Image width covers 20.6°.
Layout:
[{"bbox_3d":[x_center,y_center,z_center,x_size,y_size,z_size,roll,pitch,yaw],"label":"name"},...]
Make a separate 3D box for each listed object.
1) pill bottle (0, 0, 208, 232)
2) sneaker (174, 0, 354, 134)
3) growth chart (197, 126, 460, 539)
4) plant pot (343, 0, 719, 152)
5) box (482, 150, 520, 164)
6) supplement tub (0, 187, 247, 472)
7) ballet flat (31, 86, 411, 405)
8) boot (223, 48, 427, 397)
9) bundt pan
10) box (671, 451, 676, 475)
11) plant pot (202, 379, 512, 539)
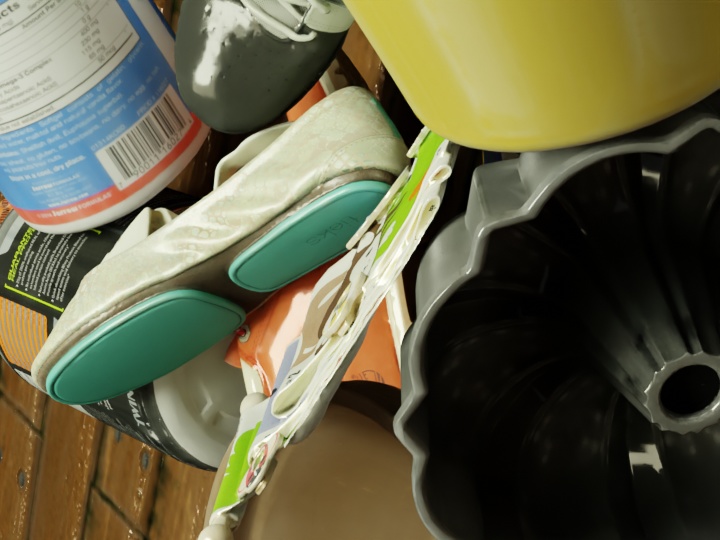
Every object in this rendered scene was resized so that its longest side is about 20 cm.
[{"bbox_3d":[-0.162,-0.125,0.915,0.112,0.112,0.201,14,143,50],"label":"pill bottle"},{"bbox_3d":[-0.016,-0.142,0.786,0.074,0.089,0.201,32,100,-4],"label":"sneaker"},{"bbox_3d":[0.000,0.000,0.729,0.201,0.018,0.145,-59,7,14],"label":"growth chart"},{"bbox_3d":[0.046,-0.148,0.601,0.200,0.200,0.190,20,140,48],"label":"plant pot"},{"bbox_3d":[0.090,-0.072,0.772,0.064,0.070,0.202,3,97,56],"label":"box"},{"bbox_3d":[-0.109,0.018,0.998,0.199,0.122,0.124,19,110,49],"label":"supplement tub"},{"bbox_3d":[-0.062,-0.011,0.852,0.199,0.067,0.063,-30,57,20],"label":"ballet flat"},{"bbox_3d":[-0.020,-0.002,0.886,0.106,0.075,0.202,-16,80,14],"label":"boot"},{"bbox_3d":[0.104,0.023,0.686,0.076,0.200,0.203,-109,31,-59],"label":"bundt pan"},{"bbox_3d":[0.088,0.137,0.834,0.119,0.041,0.202,39,122,42],"label":"box"},{"bbox_3d":[0.025,0.143,0.808,0.200,0.092,0.203,8,101,50],"label":"plant pot"}]
